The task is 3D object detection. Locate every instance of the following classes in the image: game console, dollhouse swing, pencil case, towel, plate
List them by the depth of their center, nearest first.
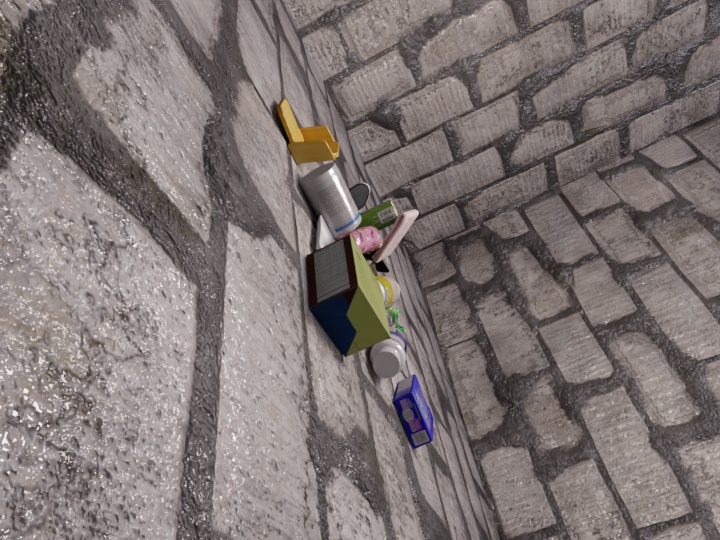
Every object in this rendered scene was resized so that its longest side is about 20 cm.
[{"bbox_3d":[-0.086,-0.036,1.567,0.201,0.032,0.203,-97,161,-60],"label":"plate"},{"bbox_3d":[-0.004,-0.084,1.650,0.199,0.081,0.088,-25,94,-63],"label":"pencil case"},{"bbox_3d":[-0.167,-0.469,1.739,0.201,0.177,0.180,-91,176,-63],"label":"dollhouse swing"},{"bbox_3d":[0.119,-0.123,1.806,0.032,0.193,0.200,37,19,8],"label":"towel"},{"bbox_3d":[0.007,-0.086,1.930,0.201,0.114,0.179,54,17,-54],"label":"game console"}]

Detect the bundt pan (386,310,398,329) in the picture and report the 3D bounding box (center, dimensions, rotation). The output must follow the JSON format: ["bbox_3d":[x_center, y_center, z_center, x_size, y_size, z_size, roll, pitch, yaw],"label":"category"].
[{"bbox_3d":[0.090,0.220,1.825,0.203,0.074,0.205,-90,154,-66],"label":"bundt pan"}]

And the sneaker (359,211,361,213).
[{"bbox_3d":[-0.025,-0.200,2.037,0.201,0.077,0.091,55,1,28],"label":"sneaker"}]

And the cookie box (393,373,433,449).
[{"bbox_3d":[0.180,0.463,1.765,0.200,0.074,0.175,-30,97,-80],"label":"cookie box"}]

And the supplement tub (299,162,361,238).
[{"bbox_3d":[-0.091,-0.215,1.653,0.133,0.129,0.203,-91,157,-65],"label":"supplement tub"}]

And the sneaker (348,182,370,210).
[{"bbox_3d":[-0.019,-0.243,1.781,0.076,0.203,0.147,34,39,-7],"label":"sneaker"}]

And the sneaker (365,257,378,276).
[{"bbox_3d":[0.000,0.000,1.838,0.106,0.075,0.202,37,-24,23],"label":"sneaker"}]

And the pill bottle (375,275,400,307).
[{"bbox_3d":[0.063,0.076,1.778,0.199,0.111,0.115,-6,72,-65],"label":"pill bottle"}]

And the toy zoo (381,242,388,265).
[{"bbox_3d":[0.065,-0.101,1.995,0.133,0.020,0.201,61,10,-24],"label":"toy zoo"}]

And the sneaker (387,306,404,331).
[{"bbox_3d":[0.111,0.158,2.044,0.074,0.082,0.204,-65,131,-76],"label":"sneaker"}]

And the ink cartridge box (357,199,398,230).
[{"bbox_3d":[0.059,-0.190,1.898,0.200,0.145,0.077,-77,142,-80],"label":"ink cartridge box"}]

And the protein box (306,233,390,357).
[{"bbox_3d":[-0.033,0.063,1.341,0.202,0.132,0.200,-100,163,-50],"label":"protein box"}]

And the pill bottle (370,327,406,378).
[{"bbox_3d":[0.086,0.254,1.622,0.200,0.109,0.113,-56,122,-78],"label":"pill bottle"}]
